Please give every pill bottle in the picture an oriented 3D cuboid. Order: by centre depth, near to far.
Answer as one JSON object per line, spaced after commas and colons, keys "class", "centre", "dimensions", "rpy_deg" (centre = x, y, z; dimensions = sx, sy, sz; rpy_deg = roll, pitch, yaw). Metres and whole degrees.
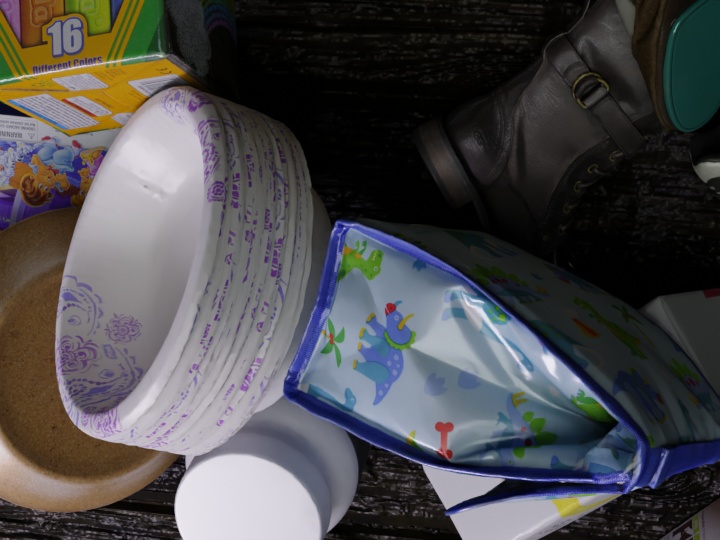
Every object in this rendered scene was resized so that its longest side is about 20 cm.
{"class": "pill bottle", "centre": [-0.050, 0.110, 0.908], "dimensions": [0.115, 0.200, 0.117], "rpy_deg": [5, 115, 10]}

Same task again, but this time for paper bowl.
{"class": "paper bowl", "centre": [-0.089, 0.004, 0.782], "dimensions": [0.104, 0.201, 0.201], "rpy_deg": [16, 121, -30]}

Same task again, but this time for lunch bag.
{"class": "lunch bag", "centre": [0.089, 0.059, 0.725], "dimensions": [0.199, 0.170, 0.129], "rpy_deg": [22, 100, 29]}

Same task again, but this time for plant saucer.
{"class": "plant saucer", "centre": [-0.176, 0.061, 0.876], "dimensions": [0.198, 0.035, 0.202], "rpy_deg": [-5, 99, -29]}

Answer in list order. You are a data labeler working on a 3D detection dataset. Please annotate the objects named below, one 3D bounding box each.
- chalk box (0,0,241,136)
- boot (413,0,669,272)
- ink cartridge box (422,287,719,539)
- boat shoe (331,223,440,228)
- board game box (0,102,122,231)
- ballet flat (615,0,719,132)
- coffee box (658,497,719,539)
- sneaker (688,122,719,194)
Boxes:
{"class": "chalk box", "centre": [-0.152, -0.198, 0.817], "dimensions": [0.123, 0.125, 0.202], "rpy_deg": [-7, 80, 14]}
{"class": "boot", "centre": [0.147, -0.066, 0.867], "dimensions": [0.173, 0.069, 0.201], "rpy_deg": [-32, 111, 14]}
{"class": "ink cartridge box", "centre": [0.159, 0.098, 0.871], "dimensions": [0.200, 0.145, 0.084], "rpy_deg": [-37, 73, 31]}
{"class": "boat shoe", "centre": [0.000, 0.000, 0.879], "dimensions": [0.198, 0.064, 0.072], "rpy_deg": [5, 98, 11]}
{"class": "board game box", "centre": [-0.168, -0.043, 0.927], "dimensions": [0.198, 0.045, 0.136], "rpy_deg": [5, 116, -4]}
{"class": "ballet flat", "centre": [0.173, -0.168, 0.764], "dimensions": [0.068, 0.072, 0.201], "rpy_deg": [-35, 143, -14]}
{"class": "coffee box", "centre": [0.304, 0.201, 0.941], "dimensions": [0.114, 0.080, 0.200], "rpy_deg": [43, 115, -9]}
{"class": "sneaker", "centre": [0.272, -0.118, 0.801], "dimensions": [0.087, 0.076, 0.201], "rpy_deg": [23, 116, -17]}
